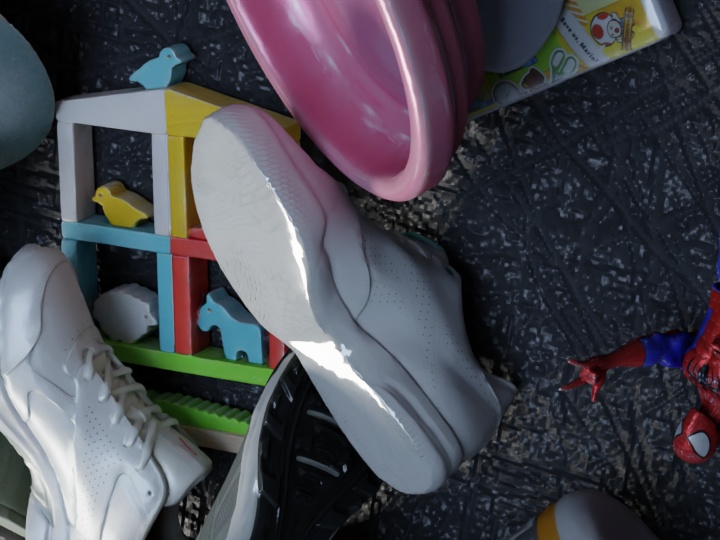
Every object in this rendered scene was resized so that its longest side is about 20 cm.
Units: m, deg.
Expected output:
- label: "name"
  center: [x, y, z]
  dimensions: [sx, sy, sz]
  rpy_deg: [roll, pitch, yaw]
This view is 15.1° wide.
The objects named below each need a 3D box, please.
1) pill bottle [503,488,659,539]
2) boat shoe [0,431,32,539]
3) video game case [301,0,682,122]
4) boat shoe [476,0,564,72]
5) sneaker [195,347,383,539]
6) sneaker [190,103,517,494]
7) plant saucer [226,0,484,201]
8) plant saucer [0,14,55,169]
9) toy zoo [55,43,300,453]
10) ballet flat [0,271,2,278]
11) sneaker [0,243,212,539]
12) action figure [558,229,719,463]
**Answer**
- label: "pill bottle"
  center: [0.059, 0.198, 1.228]
  dimensions: [0.200, 0.116, 0.116]
  rpy_deg: [-39, 84, 16]
- label: "boat shoe"
  center: [-0.220, 0.080, 1.354]
  dimensions: [0.061, 0.072, 0.201]
  rpy_deg: [-5, 145, 39]
- label: "video game case"
  center: [0.028, -0.167, 1.218]
  dimensions: [0.182, 0.023, 0.200]
  rpy_deg: [-21, 93, 33]
- label: "boat shoe"
  center: [0.041, -0.185, 1.160]
  dimensions: [0.065, 0.074, 0.200]
  rpy_deg: [22, 123, 56]
- label: "sneaker"
  center: [-0.044, 0.117, 1.272]
  dimensions: [0.074, 0.200, 0.079]
  rpy_deg: [29, 160, -26]
- label: "sneaker"
  center: [0.000, 0.000, 1.243]
  dimensions: [0.075, 0.088, 0.200]
  rpy_deg: [-12, 113, 57]
- label: "plant saucer"
  center: [-0.008, -0.128, 1.157]
  dimensions: [0.201, 0.051, 0.201]
  rpy_deg: [53, 161, 28]
- label: "plant saucer"
  center: [-0.250, -0.088, 1.316]
  dimensions: [0.201, 0.039, 0.201]
  rpy_deg: [10, 149, 6]
- label: "toy zoo"
  center: [-0.089, -0.012, 1.331]
  dimensions: [0.131, 0.020, 0.200]
  rpy_deg: [9, 109, 27]
- label: "ballet flat"
  center: [-0.270, 0.030, 1.432]
  dimensions: [0.200, 0.046, 0.067]
  rpy_deg: [-14, 98, 32]
- label: "sneaker"
  center: [-0.121, 0.078, 1.330]
  dimensions: [0.099, 0.078, 0.200]
  rpy_deg: [-3, 114, 24]
- label: "action figure"
  center: [0.154, 0.000, 1.152]
  dimensions: [0.065, 0.099, 0.200]
  rpy_deg: [32, 121, 35]
